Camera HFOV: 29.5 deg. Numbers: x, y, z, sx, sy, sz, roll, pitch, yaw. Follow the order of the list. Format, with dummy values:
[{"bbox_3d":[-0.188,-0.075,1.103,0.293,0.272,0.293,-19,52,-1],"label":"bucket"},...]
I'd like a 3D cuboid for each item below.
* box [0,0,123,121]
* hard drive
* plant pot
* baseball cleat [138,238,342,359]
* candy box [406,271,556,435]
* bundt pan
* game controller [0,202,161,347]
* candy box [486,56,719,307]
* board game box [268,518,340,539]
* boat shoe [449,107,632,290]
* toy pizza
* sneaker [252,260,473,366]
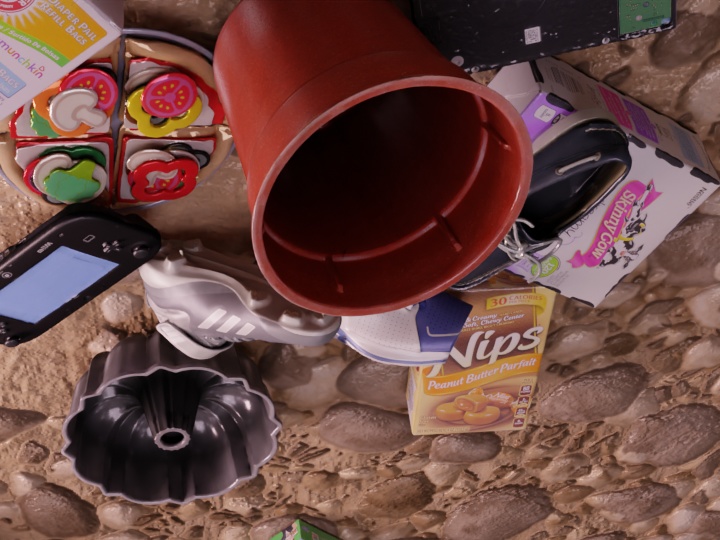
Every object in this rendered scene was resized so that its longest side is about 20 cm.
[{"bbox_3d":[-0.273,-0.172,0.936,0.200,0.101,0.112,-31,133,18],"label":"box"},{"bbox_3d":[0.134,-0.223,1.014,0.200,0.038,0.140,-12,135,2],"label":"hard drive"},{"bbox_3d":[-0.010,-0.106,0.973,0.201,0.195,0.201,-14,135,-15],"label":"plant pot"},{"bbox_3d":[-0.099,0.037,1.145,0.070,0.200,0.107,-38,140,-40],"label":"baseball cleat"},{"bbox_3d":[0.110,0.070,1.284,0.115,0.055,0.200,-3,135,-8],"label":"candy box"},{"bbox_3d":[-0.177,0.129,1.269,0.202,0.076,0.202,-6,134,-6],"label":"bundt pan"},{"bbox_3d":[-0.261,0.006,1.132,0.200,0.042,0.104,-32,157,27],"label":"game controller"},{"bbox_3d":[0.168,-0.073,1.143,0.200,0.072,0.168,21,126,-28],"label":"candy box"},{"bbox_3d":[-0.048,0.360,1.557,0.135,0.029,0.200,-37,130,24],"label":"board game box"},{"bbox_3d":[0.133,-0.043,1.073,0.200,0.062,0.075,-38,130,25],"label":"boat shoe"},{"bbox_3d":[-0.186,-0.104,1.048,0.200,0.032,0.200,-11,144,-8],"label":"toy pizza"},{"bbox_3d":[-0.001,0.000,1.150,0.199,0.081,0.115,18,126,6],"label":"sneaker"}]
